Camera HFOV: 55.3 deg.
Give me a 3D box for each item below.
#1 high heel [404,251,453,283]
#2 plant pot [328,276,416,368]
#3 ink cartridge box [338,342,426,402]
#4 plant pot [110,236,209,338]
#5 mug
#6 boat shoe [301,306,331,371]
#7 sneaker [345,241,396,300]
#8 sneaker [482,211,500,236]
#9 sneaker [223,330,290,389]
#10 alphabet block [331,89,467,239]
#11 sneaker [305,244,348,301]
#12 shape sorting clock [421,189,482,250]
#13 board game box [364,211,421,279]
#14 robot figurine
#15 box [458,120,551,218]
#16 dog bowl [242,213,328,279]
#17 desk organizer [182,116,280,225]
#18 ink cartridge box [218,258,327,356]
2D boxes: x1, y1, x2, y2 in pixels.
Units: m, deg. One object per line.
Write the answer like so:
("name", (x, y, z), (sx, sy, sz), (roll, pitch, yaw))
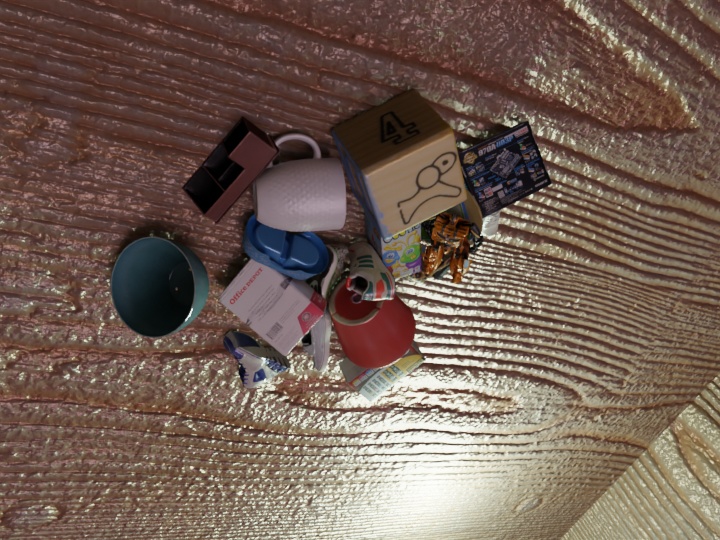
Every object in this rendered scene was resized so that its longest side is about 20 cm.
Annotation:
("high heel", (0.183, -0.038, 1.713), (0.199, 0.072, 0.143), (2, 135, -49))
("plant pot", (0.018, 0.111, 1.665), (0.200, 0.201, 0.178), (-31, 141, 0))
("ink cartridge box", (0.071, 0.264, 1.911), (0.200, 0.084, 0.176), (-38, 135, 7))
("plant pot", (-0.392, 0.032, 1.423), (0.200, 0.200, 0.135), (-45, 168, 14))
("mug", (-0.131, -0.178, 1.404), (0.174, 0.148, 0.202), (-5, 100, -14))
("boat shoe", (-0.117, 0.177, 1.760), (0.071, 0.070, 0.202), (-2, 125, -12))
("sneaker", (0.000, 0.001, 1.565), (0.093, 0.200, 0.071), (-8, 129, -27))
("sneaker", (0.312, -0.150, 1.684), (0.075, 0.081, 0.201), (-26, 136, -7))
("sneaker", (-0.275, 0.238, 1.714), (0.115, 0.081, 0.199), (-45, 135, 11))
("alphabet block", (0.081, -0.220, 1.424), (0.199, 0.197, 0.196), (-26, 136, -5))
("sneaker", (-0.073, 0.021, 1.609), (0.088, 0.077, 0.201), (-15, 141, -40))
("shape sorting clock", (0.190, -0.132, 1.579), (0.039, 0.199, 0.201), (-43, 148, -42))
("board game box", (0.076, -0.089, 1.597), (0.102, 0.105, 0.201), (-18, 135, -13))
("robot figurine", (0.200, -0.054, 1.554), (0.144, 0.058, 0.201), (19, 148, 13))
("box", (0.323, -0.230, 1.577), (0.199, 0.046, 0.160), (-27, 100, -11))
("dog bowl", (-0.167, -0.048, 1.492), (0.199, 0.112, 0.050), (25, 140, -23))
("desk organizer", (-0.258, -0.197, 1.357), (0.200, 0.072, 0.077), (-46, 131, 14))
("ink cartridge box", (-0.195, 0.068, 1.542), (0.200, 0.085, 0.146), (41, 106, -9))
